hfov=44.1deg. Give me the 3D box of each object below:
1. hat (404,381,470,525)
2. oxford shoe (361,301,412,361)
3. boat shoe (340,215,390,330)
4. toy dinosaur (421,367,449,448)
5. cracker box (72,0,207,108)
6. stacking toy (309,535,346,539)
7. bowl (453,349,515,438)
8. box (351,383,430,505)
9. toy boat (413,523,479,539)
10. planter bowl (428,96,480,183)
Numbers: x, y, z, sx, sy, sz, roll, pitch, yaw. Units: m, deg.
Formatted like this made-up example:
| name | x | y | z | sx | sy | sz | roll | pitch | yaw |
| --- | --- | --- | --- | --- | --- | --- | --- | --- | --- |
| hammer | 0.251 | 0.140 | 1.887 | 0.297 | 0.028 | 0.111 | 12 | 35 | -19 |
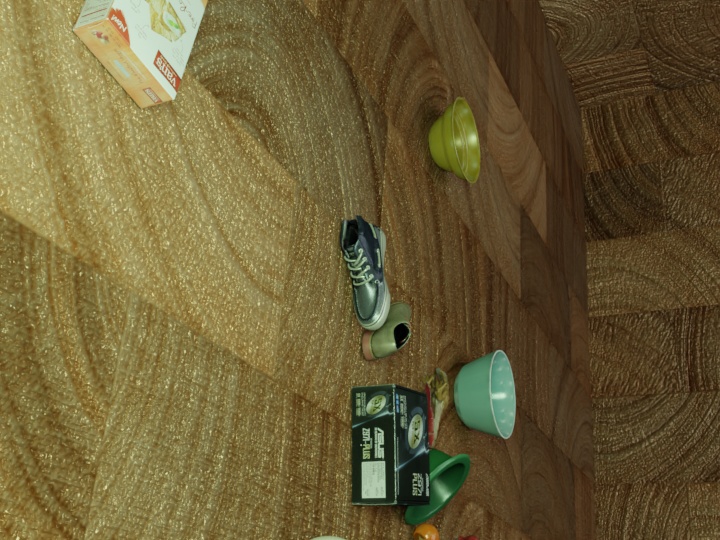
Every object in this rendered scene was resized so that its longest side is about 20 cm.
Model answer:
| name | x | y | z | sx | sy | sz | roll | pitch | yaw |
| --- | --- | --- | --- | --- | --- | --- | --- | --- | --- |
| hat | 0.105 | 0.368 | 1.745 | 0.199 | 0.176 | 0.167 | -23 | 140 | -36 |
| oxford shoe | 0.069 | 0.113 | 1.676 | 0.200 | 0.074 | 0.071 | -50 | 127 | -58 |
| boat shoe | 0.000 | 0.000 | 1.575 | 0.093 | 0.074 | 0.202 | 35 | 44 | -50 |
| toy dinosaur | 0.166 | 0.276 | 1.862 | 0.201 | 0.060 | 0.107 | -73 | 147 | -42 |
| cracker box | -0.262 | -0.321 | 1.094 | 0.134 | 0.057 | 0.202 | 52 | 39 | -48 |
| stacking toy | -0.034 | 0.477 | 1.323 | 0.200 | 0.144 | 0.148 | 64 | 26 | -68 |
| bowl | 0.283 | 0.290 | 2.059 | 0.200 | 0.104 | 0.204 | 31 | 55 | -59 |
| box | 0.055 | 0.313 | 1.577 | 0.163 | 0.085 | 0.203 | 30 | 56 | -61 |
| toy boat | 0.147 | 0.547 | 1.705 | 0.131 | 0.130 | 0.200 | 55 | 22 | 10 |
| planter bowl | 0.213 | -0.300 | 2.095 | 0.200 | 0.082 | 0.203 | -7 | 90 | -66 |
